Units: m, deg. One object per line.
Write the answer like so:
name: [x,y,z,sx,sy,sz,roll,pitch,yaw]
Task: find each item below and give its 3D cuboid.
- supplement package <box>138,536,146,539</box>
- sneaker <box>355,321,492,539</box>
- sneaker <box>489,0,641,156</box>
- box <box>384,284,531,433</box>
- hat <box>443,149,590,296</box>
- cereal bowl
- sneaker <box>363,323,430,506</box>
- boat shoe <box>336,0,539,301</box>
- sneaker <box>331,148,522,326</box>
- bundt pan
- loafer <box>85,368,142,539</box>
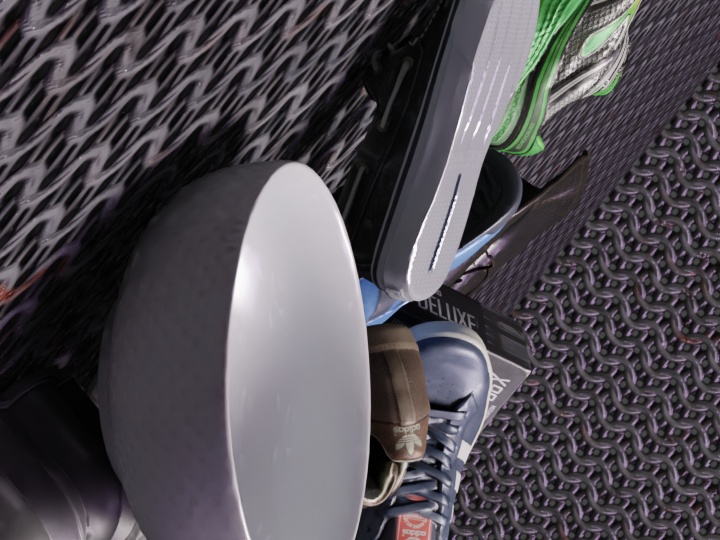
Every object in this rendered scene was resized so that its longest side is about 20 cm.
supplement package: [-0.116,0.212,1.454,0.156,0.200,0.111,-43,173,-45]
sneaker: [0.030,0.124,1.483,0.085,0.075,0.201,-98,-160,-53]
sneaker: [0.117,-0.146,1.378,0.200,0.085,0.078,-47,-145,19]
box: [-0.021,0.082,1.531,0.200,0.157,0.050,-53,-154,27]
hat: [0.063,-0.031,1.778,0.200,0.081,0.201,-41,169,-10]
cereal bowl: [-0.062,0.051,1.170,0.200,0.083,0.201,-2,90,-74]
sneaker: [-0.017,0.099,1.419,0.070,0.076,0.200,-6,157,-21]
boat shoe: [0.031,-0.086,1.317,0.072,0.071,0.201,4,108,-66]
sneaker: [0.000,0.000,1.415,0.200,0.066,0.078,-32,158,3]
bundt pan: [-0.171,0.143,1.194,0.202,0.076,0.202,-48,169,-12]
loafer: [-0.111,0.082,1.322,0.070,0.070,0.200,-47,177,-31]
